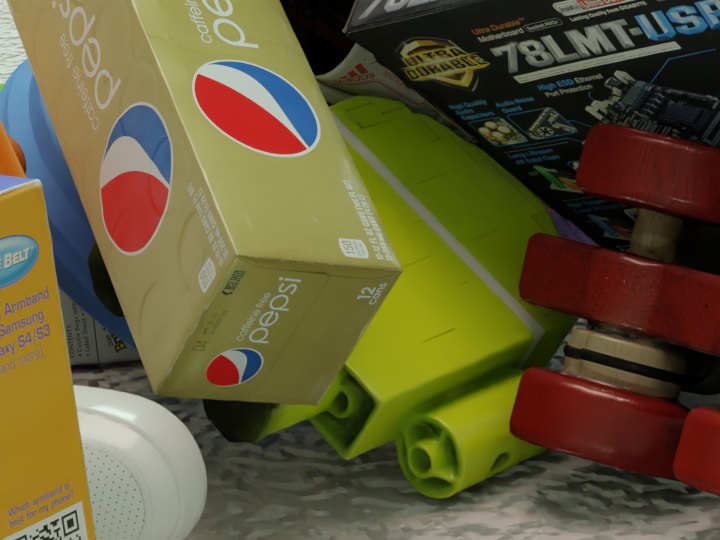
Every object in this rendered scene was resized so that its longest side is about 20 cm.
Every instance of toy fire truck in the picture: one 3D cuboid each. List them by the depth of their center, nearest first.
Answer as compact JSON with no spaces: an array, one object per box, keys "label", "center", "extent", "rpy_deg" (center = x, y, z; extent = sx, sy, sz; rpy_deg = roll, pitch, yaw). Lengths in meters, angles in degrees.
[{"label":"toy fire truck","center":[0.157,0.026,1.002],"extent":[0.168,0.112,0.200],"rpy_deg":[16,-1,-37]}]

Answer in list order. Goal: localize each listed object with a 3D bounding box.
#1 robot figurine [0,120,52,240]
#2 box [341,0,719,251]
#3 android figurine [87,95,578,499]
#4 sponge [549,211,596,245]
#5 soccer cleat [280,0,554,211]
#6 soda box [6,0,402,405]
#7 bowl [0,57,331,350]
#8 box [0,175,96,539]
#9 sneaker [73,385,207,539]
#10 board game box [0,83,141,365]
[{"label":"robot figurine","center":[-0.189,-0.003,1.002],"extent":[0.117,0.144,0.200],"rpy_deg":[34,-31,-30]},{"label":"box","center":[0.129,-0.060,1.035],"extent":[0.200,0.198,0.050],"rpy_deg":[-10,50,49]},{"label":"android figurine","center":[0.000,0.000,1.061],"extent":[0.182,0.041,0.200],"rpy_deg":[45,37,18]},{"label":"sponge","center":[0.016,-0.059,1.252],"extent":[0.200,0.112,0.030],"rpy_deg":[11,53,15]},{"label":"soccer cleat","center":[0.021,-0.077,1.146],"extent":[0.200,0.069,0.085],"rpy_deg":[30,10,0]},{"label":"soda box","center":[-0.057,-0.052,0.991],"extent":[0.064,0.068,0.200],"rpy_deg":[4,44,-33]},{"label":"bowl","center":[-0.044,-0.030,1.138],"extent":[0.200,0.039,0.201],"rpy_deg":[23,33,-16]},{"label":"box","center":[-0.126,0.047,0.808],"extent":[0.119,0.200,0.041],"rpy_deg":[9,21,41]},{"label":"sneaker","center":[-0.153,0.091,0.920],"extent":[0.200,0.074,0.116],"rpy_deg":[-10,14,24]},{"label":"board game box","center":[-0.181,-0.018,1.244],"extent":[0.200,0.105,0.103],"rpy_deg":[-4,15,3]}]
